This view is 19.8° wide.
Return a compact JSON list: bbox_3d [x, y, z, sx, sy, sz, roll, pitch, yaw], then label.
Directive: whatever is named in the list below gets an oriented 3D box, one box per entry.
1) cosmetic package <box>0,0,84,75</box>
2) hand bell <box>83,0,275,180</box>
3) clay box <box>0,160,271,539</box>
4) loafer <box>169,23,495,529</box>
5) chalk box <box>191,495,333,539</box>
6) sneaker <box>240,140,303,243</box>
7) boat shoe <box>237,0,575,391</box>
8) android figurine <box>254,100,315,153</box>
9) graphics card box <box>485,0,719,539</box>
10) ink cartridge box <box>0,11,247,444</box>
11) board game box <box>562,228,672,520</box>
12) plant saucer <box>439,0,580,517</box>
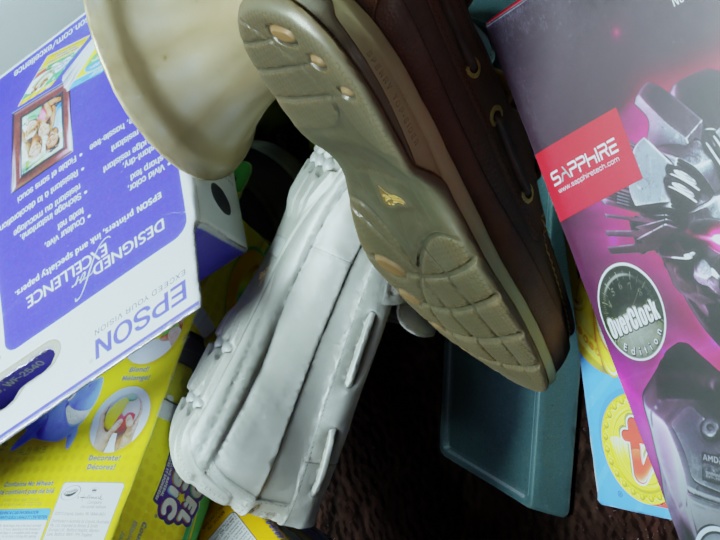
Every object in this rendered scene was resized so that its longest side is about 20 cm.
[{"bbox_3d":[-0.214,-0.195,0.903,0.165,0.198,0.166,-46,46,50],"label":"cosmetic package"},{"bbox_3d":[0.009,-0.118,0.738,0.199,0.104,0.105,-23,84,25],"label":"hand bell"},{"bbox_3d":[-0.101,0.053,0.831,0.114,0.201,0.048,-6,143,40],"label":"clay box"},{"bbox_3d":[0.000,0.000,0.765,0.201,0.069,0.070,-61,13,4],"label":"loafer"},{"bbox_3d":[-0.014,0.190,0.829,0.125,0.200,0.124,-50,33,1],"label":"chalk box"},{"bbox_3d":[-0.101,-0.021,0.931,0.199,0.106,0.076,23,121,48],"label":"sneaker"},{"bbox_3d":[0.033,-0.036,0.681,0.072,0.068,0.201,24,155,43],"label":"boat shoe"},{"bbox_3d":[-0.035,-0.151,0.849,0.181,0.041,0.202,17,118,50],"label":"android figurine"},{"bbox_3d":[0.119,-0.008,0.588,0.125,0.051,0.202,-27,82,54],"label":"graphics card box"},{"bbox_3d":[-0.135,-0.001,0.833,0.197,0.043,0.201,-33,43,21],"label":"ink cartridge box"},{"bbox_3d":[0.147,-0.014,0.637,0.199,0.056,0.198,5,107,53],"label":"board game box"},{"bbox_3d":[0.058,-0.003,0.797,0.070,0.019,0.202,29,126,46],"label":"plant saucer"}]
